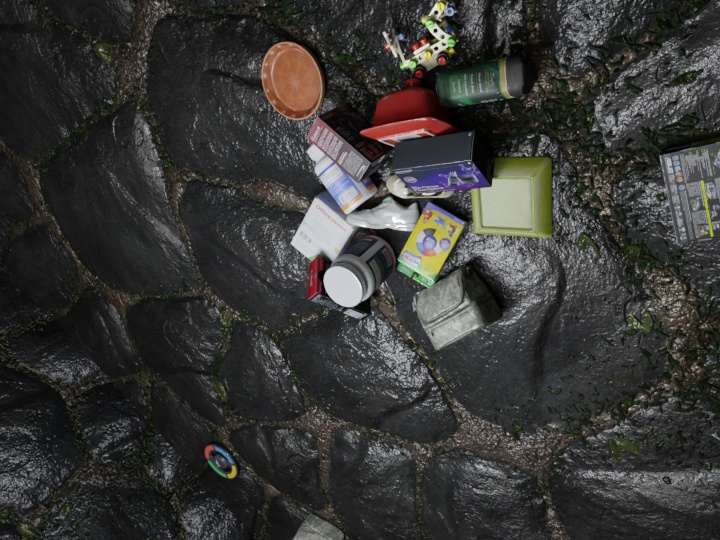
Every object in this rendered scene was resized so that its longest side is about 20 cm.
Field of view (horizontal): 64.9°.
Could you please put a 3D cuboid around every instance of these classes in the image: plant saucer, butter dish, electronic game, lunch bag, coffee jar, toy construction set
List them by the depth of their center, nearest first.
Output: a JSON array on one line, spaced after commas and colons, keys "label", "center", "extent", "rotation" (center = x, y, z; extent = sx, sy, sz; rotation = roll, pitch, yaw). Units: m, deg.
[{"label": "coffee jar", "center": [0.273, -0.411, 1.232], "extent": [0.199, 0.104, 0.086], "rotation": [0, 105, 34]}, {"label": "toy construction set", "center": [0.139, -0.516, 1.268], "extent": [0.199, 0.093, 0.131], "rotation": [-7, 137, 44]}, {"label": "butter dish", "center": [0.124, -0.374, 1.327], "extent": [0.199, 0.199, 0.149], "rotation": [-1, 89, 35]}, {"label": "plant saucer", "center": [0.354, -0.168, 1.359], "extent": [0.198, 0.048, 0.202], "rotation": [6, 119, 31]}, {"label": "lunch bag", "center": [0.251, 0.098, 1.520], "extent": [0.200, 0.139, 0.169], "rotation": [-35, 76, 39]}, {"label": "plant saucer", "center": [-0.179, -0.510, 1.521], "extent": [0.199, 0.032, 0.202], "rotation": [16, 124, 26]}, {"label": "lunch bag", "center": [-0.191, 1.169, 2.415], "extent": [0.199, 0.168, 0.140], "rotation": [24, 127, 20]}, {"label": "electronic game", "center": [-0.648, 0.888, 2.635], "extent": [0.199, 0.042, 0.202], "rotation": [16, 124, 25]}]

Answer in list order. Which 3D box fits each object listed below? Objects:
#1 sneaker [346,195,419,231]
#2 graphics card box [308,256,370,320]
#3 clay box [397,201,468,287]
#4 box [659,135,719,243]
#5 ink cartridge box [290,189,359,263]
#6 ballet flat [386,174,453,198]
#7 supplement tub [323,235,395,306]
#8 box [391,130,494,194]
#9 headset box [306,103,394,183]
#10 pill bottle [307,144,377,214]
[{"label": "sneaker", "center": [0.062, -0.159, 1.537], "extent": [0.198, 0.075, 0.089], "rotation": [4, 103, 9]}, {"label": "graphics card box", "center": [-0.059, 0.054, 1.648], "extent": [0.199, 0.126, 0.051], "rotation": [22, 139, -31]}, {"label": "clay box", "center": [0.182, -0.064, 1.479], "extent": [0.114, 0.048, 0.201], "rotation": [30, 101, 15]}, {"label": "box", "center": [0.706, -0.162, 1.133], "extent": [0.159, 0.044, 0.201], "rotation": [-9, 111, 36]}, {"label": "ink cartridge box", "center": [-0.096, -0.117, 1.659], "extent": [0.145, 0.087, 0.200], "rotation": [40, 132, 6]}, {"label": "ballet flat", "center": [0.144, -0.215, 1.458], "extent": [0.198, 0.069, 0.070], "rotation": [5, 119, 32]}, {"label": "supplement tub", "center": [0.000, 0.000, 1.587], "extent": [0.139, 0.200, 0.141], "rotation": [16, 124, 25]}, {"label": "box", "center": [0.192, -0.246, 1.319], "extent": [0.198, 0.080, 0.141], "rotation": [-1, 159, 33]}, {"label": "headset box", "center": [-0.029, -0.335, 1.446], "extent": [0.200, 0.149, 0.075], "rotation": [41, 131, 4]}, {"label": "pill bottle", "center": [-0.053, -0.263, 1.529], "extent": [0.112, 0.112, 0.201], "rotation": [-33, 95, 41]}]
